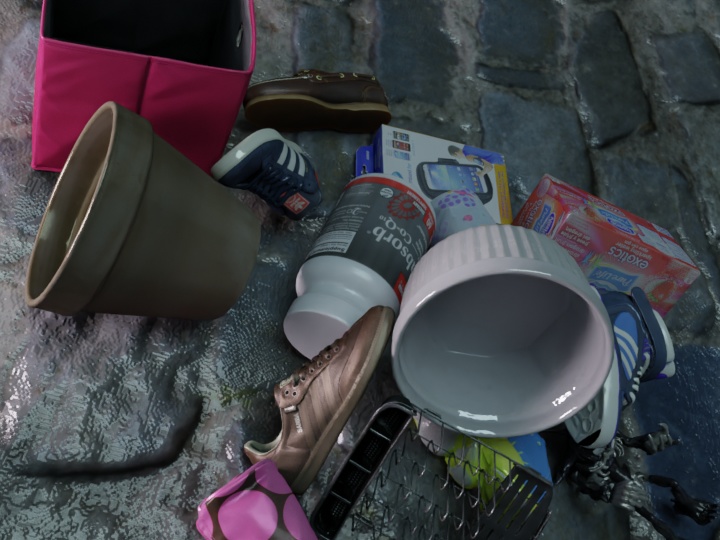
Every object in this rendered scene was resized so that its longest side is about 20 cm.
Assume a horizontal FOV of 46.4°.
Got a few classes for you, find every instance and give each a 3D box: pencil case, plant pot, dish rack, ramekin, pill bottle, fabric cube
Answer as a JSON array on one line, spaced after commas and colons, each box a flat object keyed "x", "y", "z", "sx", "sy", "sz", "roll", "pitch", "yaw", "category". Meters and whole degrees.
[{"x": 0.134, "y": -0.001, "z": 0.946, "sx": 0.083, "sy": 0.091, "sz": 0.200, "roll": -4, "pitch": 48, "yaw": -22, "category": "pencil case"}, {"x": -0.199, "y": -0.033, "z": 0.805, "sx": 0.173, "sy": 0.200, "sz": 0.200, "roll": 24, "pitch": 51, "yaw": -29, "category": "plant pot"}, {"x": 0.072, "y": 0.216, "z": 0.779, "sx": 0.200, "sy": 0.154, "sz": 0.055, "roll": 30, "pitch": 17, "yaw": -3, "category": "dish rack"}, {"x": 0.129, "y": 0.051, "z": 0.790, "sx": 0.200, "sy": 0.200, "sz": 0.105, "roll": 20, "pitch": 34, "yaw": -11, "category": "ramekin"}, {"x": 0.000, "y": 0.000, "z": 0.898, "sx": 0.116, "sy": 0.116, "sz": 0.200, "roll": 29, "pitch": 53, "yaw": -4, "category": "pill bottle"}, {"x": -0.068, "y": 0.269, "z": 0.722, "sx": 0.094, "sy": 0.091, "sz": 0.200, "roll": -27, "pitch": 70, "yaw": -16, "category": "pencil case"}, {"x": -0.232, "y": -0.227, "z": 0.888, "sx": 0.200, "sy": 0.199, "sz": 0.197, "roll": 5, "pitch": 57, "yaw": -20, "category": "fabric cube"}]

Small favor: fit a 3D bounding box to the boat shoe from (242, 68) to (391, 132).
[{"x": -0.056, "y": -0.213, "z": 1.037, "sx": 0.200, "sy": 0.070, "sz": 0.070, "roll": -2, "pitch": 68, "yaw": -34, "category": "boat shoe"}]

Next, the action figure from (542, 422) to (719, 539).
[{"x": 0.292, "y": 0.216, "z": 0.900, "sx": 0.200, "sy": 0.102, "sz": 0.119, "roll": 39, "pitch": 64, "yaw": 1, "category": "action figure"}]

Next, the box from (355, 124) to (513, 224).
[{"x": 0.092, "y": -0.112, "z": 1.057, "sx": 0.200, "sy": 0.041, "sz": 0.119, "roll": 11, "pitch": 56, "yaw": -19, "category": "box"}]

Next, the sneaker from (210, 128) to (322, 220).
[{"x": -0.087, "y": -0.095, "z": 0.899, "sx": 0.085, "sy": 0.075, "sz": 0.200, "roll": 56, "pitch": 17, "yaw": 4, "category": "sneaker"}]

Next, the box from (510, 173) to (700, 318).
[{"x": 0.291, "y": -0.022, "z": 1.017, "sx": 0.200, "sy": 0.095, "sz": 0.103, "roll": 21, "pitch": 28, "yaw": -21, "category": "box"}]

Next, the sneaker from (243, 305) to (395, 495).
[{"x": -0.039, "y": 0.112, "z": 0.783, "sx": 0.075, "sy": 0.070, "sz": 0.200, "roll": 28, "pitch": 95, "yaw": 1, "category": "sneaker"}]

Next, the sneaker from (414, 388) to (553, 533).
[{"x": 0.130, "y": 0.176, "z": 0.885, "sx": 0.105, "sy": 0.076, "sz": 0.200, "roll": -8, "pitch": 62, "yaw": -48, "category": "sneaker"}]

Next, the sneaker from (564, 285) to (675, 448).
[{"x": 0.295, "y": 0.111, "z": 0.915, "sx": 0.146, "sy": 0.081, "sz": 0.200, "roll": 19, "pitch": 50, "yaw": -19, "category": "sneaker"}]
